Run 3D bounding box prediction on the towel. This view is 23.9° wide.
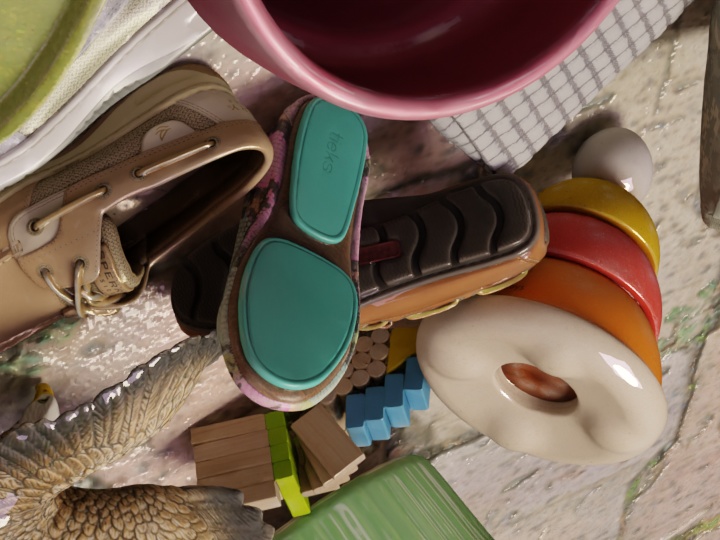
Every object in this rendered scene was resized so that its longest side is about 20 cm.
[{"bbox_3d":[0.071,-0.152,0.819,0.165,0.086,0.200,-42,146,5],"label":"towel"}]

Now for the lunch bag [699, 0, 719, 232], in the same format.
[{"bbox_3d":[0.244,-0.129,0.909,0.200,0.117,0.165,-57,157,-37],"label":"lunch bag"}]

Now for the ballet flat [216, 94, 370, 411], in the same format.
[{"bbox_3d":[-0.037,0.000,0.807,0.069,0.201,0.071,28,133,-20],"label":"ballet flat"}]

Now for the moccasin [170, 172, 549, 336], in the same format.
[{"bbox_3d":[0.000,-0.002,0.891,0.200,0.074,0.078,-18,159,2],"label":"moccasin"}]

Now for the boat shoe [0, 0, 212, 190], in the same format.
[{"bbox_3d":[-0.133,-0.091,0.716,0.201,0.074,0.065,-36,108,-1],"label":"boat shoe"}]

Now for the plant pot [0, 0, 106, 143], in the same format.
[{"bbox_3d":[-0.185,-0.155,0.514,0.189,0.200,0.201,15,119,-35],"label":"plant pot"}]

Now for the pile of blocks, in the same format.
[{"bbox_3d":[-0.009,0.093,1.008,0.199,0.082,0.062,-34,144,-10],"label":"pile of blocks"}]

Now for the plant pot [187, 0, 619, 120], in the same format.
[{"bbox_3d":[-0.011,-0.175,0.609,0.199,0.179,0.202,-17,122,-29],"label":"plant pot"}]

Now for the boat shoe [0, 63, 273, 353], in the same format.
[{"bbox_3d":[-0.131,-0.014,0.795,0.200,0.065,0.071,-41,145,0],"label":"boat shoe"}]

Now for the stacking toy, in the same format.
[{"bbox_3d":[0.129,-0.003,0.977,0.147,0.145,0.201,74,35,-52],"label":"stacking toy"}]

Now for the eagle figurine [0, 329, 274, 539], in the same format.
[{"bbox_3d":[-0.146,0.106,0.838,0.198,0.152,0.152,-1,161,1],"label":"eagle figurine"}]

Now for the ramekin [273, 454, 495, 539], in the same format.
[{"bbox_3d":[-0.006,0.204,1.071,0.199,0.098,0.200,-33,166,-9],"label":"ramekin"}]
